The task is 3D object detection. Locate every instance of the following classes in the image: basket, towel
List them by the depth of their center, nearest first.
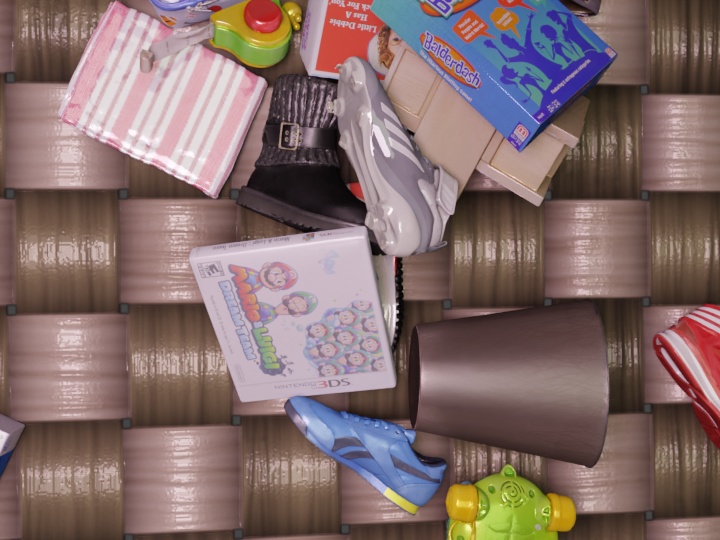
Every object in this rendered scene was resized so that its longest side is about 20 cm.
[{"bbox_3d":[0.154,0.121,0.887,0.195,0.136,0.185,1,81,-3],"label":"basket"},{"bbox_3d":[-0.217,-0.189,0.900,0.197,0.030,0.149,26,86,-8],"label":"towel"}]

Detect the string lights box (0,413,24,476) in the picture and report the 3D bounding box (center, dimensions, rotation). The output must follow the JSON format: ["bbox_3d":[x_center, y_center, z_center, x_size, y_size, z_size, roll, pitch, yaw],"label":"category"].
[{"bbox_3d":[-0.450,0.239,0.848,0.101,0.059,0.203,26,86,-5],"label":"string lights box"}]

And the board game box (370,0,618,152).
[{"bbox_3d":[0.129,-0.228,0.774,0.200,0.045,0.152,44,57,8],"label":"board game box"}]

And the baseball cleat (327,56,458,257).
[{"bbox_3d":[0.035,-0.112,0.799,0.105,0.069,0.205,-8,81,-31],"label":"baseball cleat"}]

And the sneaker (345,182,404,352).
[{"bbox_3d":[0.000,-0.001,0.907,0.091,0.070,0.205,-2,89,8],"label":"sneaker"}]

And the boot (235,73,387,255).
[{"bbox_3d":[-0.033,-0.117,0.856,0.208,0.079,0.161,21,88,28],"label":"boot"}]

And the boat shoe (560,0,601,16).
[{"bbox_3d":[0.188,-0.321,0.926,0.195,0.072,0.066,-3,85,-12],"label":"boat shoe"}]

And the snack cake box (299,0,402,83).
[{"bbox_3d":[0.042,-0.262,0.865,0.195,0.068,0.117,4,123,-19],"label":"snack cake box"}]

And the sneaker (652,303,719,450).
[{"bbox_3d":[0.443,0.130,0.946,0.115,0.078,0.202,-35,94,-5],"label":"sneaker"}]

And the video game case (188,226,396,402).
[{"bbox_3d":[-0.064,0.052,0.839,0.178,0.024,0.203,-6,126,9],"label":"video game case"}]

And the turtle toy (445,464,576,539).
[{"bbox_3d":[0.150,0.315,0.896,0.142,0.101,0.205,8,89,-6],"label":"turtle toy"}]

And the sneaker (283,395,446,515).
[{"bbox_3d":[0.008,0.185,0.896,0.199,0.066,0.079,37,93,-10],"label":"sneaker"}]

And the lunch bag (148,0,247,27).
[{"bbox_3d":[-0.186,-0.372,0.879,0.157,0.076,0.204,-19,88,-7],"label":"lunch bag"}]

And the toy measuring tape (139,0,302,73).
[{"bbox_3d":[-0.137,-0.241,0.870,0.198,0.073,0.075,-33,93,-28],"label":"toy measuring tape"}]

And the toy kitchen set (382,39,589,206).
[{"bbox_3d":[0.119,-0.145,0.888,0.198,0.181,0.165,31,120,5],"label":"toy kitchen set"}]
